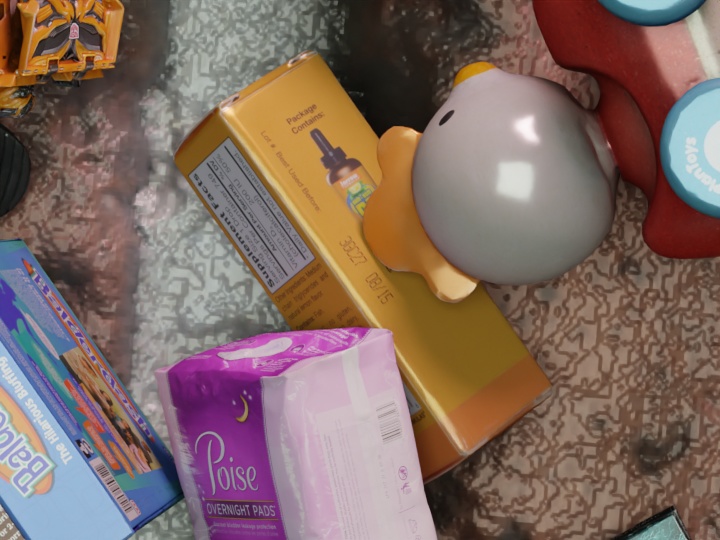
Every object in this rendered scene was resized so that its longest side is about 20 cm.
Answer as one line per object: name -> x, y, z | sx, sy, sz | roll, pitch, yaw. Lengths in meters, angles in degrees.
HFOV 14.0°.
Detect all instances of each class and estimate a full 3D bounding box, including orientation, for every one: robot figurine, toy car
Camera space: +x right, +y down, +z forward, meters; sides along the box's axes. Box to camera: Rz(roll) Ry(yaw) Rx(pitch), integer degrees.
robot figurine -> -0.152, -0.169, 1.352 | 0.058, 0.145, 0.200 | 7, 101, 30
toy car -> 0.086, -0.069, 1.326 | 0.200, 0.184, 0.177 | -22, 89, 7

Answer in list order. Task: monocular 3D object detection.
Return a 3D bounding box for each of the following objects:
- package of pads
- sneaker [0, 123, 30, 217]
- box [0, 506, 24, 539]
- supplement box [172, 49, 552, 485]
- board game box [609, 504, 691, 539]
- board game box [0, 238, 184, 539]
package of pads -> -0.020, 0.129, 1.353 | 0.076, 0.120, 0.200 | -17, 98, -36
sneaker -> -0.255, -0.077, 1.405 | 0.200, 0.089, 0.074 | 12, 119, -19
box -> -0.228, 0.079, 1.404 | 0.100, 0.075, 0.200 | -42, 90, 4
supplement box -> 0.000, 0.000, 1.381 | 0.066, 0.069, 0.200 | -33, 89, -33
board game box -> 0.141, 0.231, 1.402 | 0.135, 0.028, 0.200 | -29, 88, 4
board game box -> -0.147, 0.059, 1.334 | 0.045, 0.200, 0.152 | -35, 88, 5
